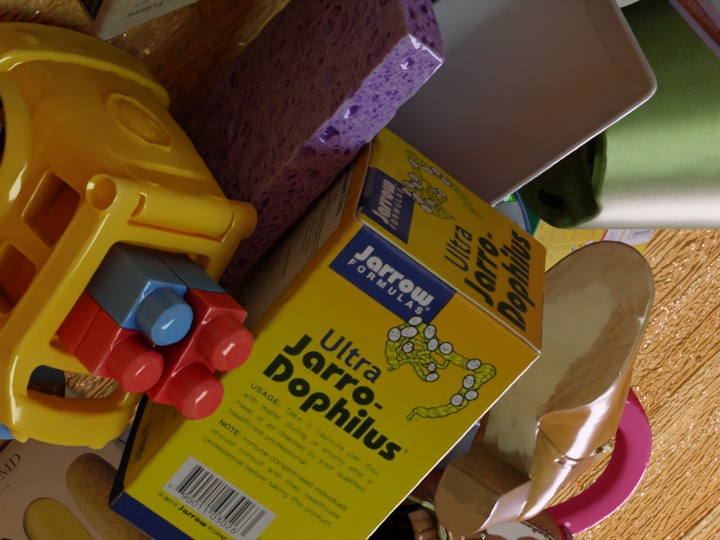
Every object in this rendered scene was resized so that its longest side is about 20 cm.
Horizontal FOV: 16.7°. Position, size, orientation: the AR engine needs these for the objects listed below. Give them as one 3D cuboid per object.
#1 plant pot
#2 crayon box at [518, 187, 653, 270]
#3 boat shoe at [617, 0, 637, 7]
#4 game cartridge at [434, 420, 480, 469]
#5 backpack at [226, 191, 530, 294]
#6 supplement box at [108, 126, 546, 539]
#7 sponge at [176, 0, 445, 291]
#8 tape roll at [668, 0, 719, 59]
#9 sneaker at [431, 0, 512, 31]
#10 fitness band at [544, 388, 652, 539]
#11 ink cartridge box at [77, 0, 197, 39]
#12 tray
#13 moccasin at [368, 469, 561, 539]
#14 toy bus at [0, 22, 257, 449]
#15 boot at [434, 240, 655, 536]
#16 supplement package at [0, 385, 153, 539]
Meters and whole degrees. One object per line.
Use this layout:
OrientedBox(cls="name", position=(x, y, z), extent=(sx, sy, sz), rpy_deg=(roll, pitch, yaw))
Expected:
OrientedBox(cls="plant pot", position=(0.186, -0.099, 1.404), extent=(0.190, 0.200, 0.200), rpy_deg=(-9, 134, -24))
OrientedBox(cls="crayon box", position=(0.102, 0.017, 1.526), extent=(0.119, 0.058, 0.200), rpy_deg=(-8, 132, -42))
OrientedBox(cls="boat shoe", position=(0.157, -0.201, 1.321), extent=(0.200, 0.075, 0.093), rpy_deg=(-14, 132, -19))
OrientedBox(cls="game cartridge", position=(0.007, 0.124, 1.494), extent=(0.200, 0.042, 0.133), rpy_deg=(11, 118, -22))
OrientedBox(cls="backpack", position=(0.000, 0.000, 1.326), extent=(0.191, 0.154, 0.200), rpy_deg=(-51, 145, -10))
OrientedBox(cls="supplement box", position=(-0.015, 0.050, 1.171), extent=(0.109, 0.109, 0.200), rpy_deg=(35, 115, -12))
OrientedBox(cls="sponge", position=(-0.040, -0.072, 1.190), extent=(0.030, 0.112, 0.200), rpy_deg=(30, 119, -31))
OrientedBox(cls="tape roll", position=(0.176, -0.161, 1.197), extent=(0.066, 0.200, 0.200), rpy_deg=(-40, 147, 6))
OrientedBox(cls="sneaker", position=(0.073, -0.167, 1.249), extent=(0.087, 0.074, 0.200), rpy_deg=(-27, 124, -41))
OrientedBox(cls="fitness band", position=(0.077, 0.119, 1.464), extent=(0.200, 0.037, 0.144), rpy_deg=(-6, 127, -11))
OrientedBox(cls="ink cartridge box", position=(-0.034, -0.201, 1.078), extent=(0.200, 0.075, 0.165), rpy_deg=(-27, 169, -27))
OrientedBox(cls="tray", position=(0.051, -0.079, 1.205), extent=(0.200, 0.108, 0.022), rpy_deg=(-34, 159, 28))
OrientedBox(cls="moccasin", position=(0.025, 0.150, 1.404), extent=(0.201, 0.078, 0.074), rpy_deg=(17, 117, -24))
OrientedBox(cls="toy bus", position=(-0.140, 0.016, 1.143), extent=(0.136, 0.192, 0.200), rpy_deg=(10, 120, -53))
OrientedBox(cls="boot", position=(0.119, 0.054, 1.339), extent=(0.144, 0.071, 0.201), rpy_deg=(-23, 147, -59))
OrientedBox(cls="supplement package", position=(-0.119, 0.178, 1.330), extent=(0.114, 0.200, 0.110), rpy_deg=(-47, 147, 1))
